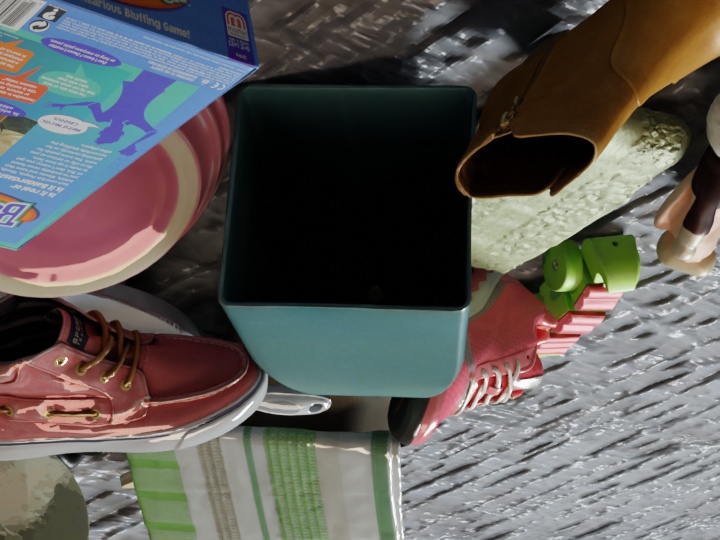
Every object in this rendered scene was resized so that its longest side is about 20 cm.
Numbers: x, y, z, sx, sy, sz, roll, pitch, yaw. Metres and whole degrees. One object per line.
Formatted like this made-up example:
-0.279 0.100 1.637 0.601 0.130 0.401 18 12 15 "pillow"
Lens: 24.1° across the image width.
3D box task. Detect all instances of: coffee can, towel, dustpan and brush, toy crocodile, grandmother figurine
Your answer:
-0.291 0.163 1.175 0.145 0.148 0.199 5 -173 -30 "coffee can"
0.105 -0.059 1.115 0.147 0.037 0.200 11 148 -37 "towel"
-0.066 0.153 1.207 0.198 0.031 0.150 4 137 8 "towel"
-0.118 0.073 1.113 0.198 0.057 0.140 1 130 -20 "dustpan and brush"
0.159 0.025 1.280 0.067 0.062 0.200 0 153 -23 "toy crocodile"
0.234 -0.061 1.100 0.060 0.122 0.200 20 158 9 "grandmother figurine"

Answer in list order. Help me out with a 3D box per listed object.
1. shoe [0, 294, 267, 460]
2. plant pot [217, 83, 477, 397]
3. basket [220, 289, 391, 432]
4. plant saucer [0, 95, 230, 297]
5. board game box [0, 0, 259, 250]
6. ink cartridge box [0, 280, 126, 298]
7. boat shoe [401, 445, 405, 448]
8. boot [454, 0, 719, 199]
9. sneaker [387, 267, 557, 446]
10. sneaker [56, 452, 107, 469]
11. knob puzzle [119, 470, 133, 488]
-0.156 0.059 1.021 0.198 0.072 0.091 -8 139 -4 "shoe"
0.000 0.000 1.034 0.140 0.143 0.200 1 154 4 "plant pot"
-0.040 0.086 1.239 0.179 0.137 0.201 27 144 3 "basket"
-0.167 -0.054 0.934 0.198 0.051 0.202 -11 138 -10 "plant saucer"
-0.168 -0.082 0.776 0.151 0.045 0.199 14 145 -44 "board game box"
-0.237 -0.020 1.046 0.197 0.041 0.200 -1 149 -21 "ink cartridge box"
0.057 0.089 1.363 0.074 0.067 0.199 4 151 -29 "boat shoe"
0.148 -0.106 0.906 0.200 0.144 0.071 -25 112 36 "boot"
0.086 0.062 1.181 0.086 0.200 0.074 30 128 5 "sneaker"
-0.180 0.085 1.216 0.200 0.084 0.077 -36 -173 47 "sneaker"
-0.123 0.152 1.445 0.217 0.031 0.220 -14 172 -2 "knob puzzle"
